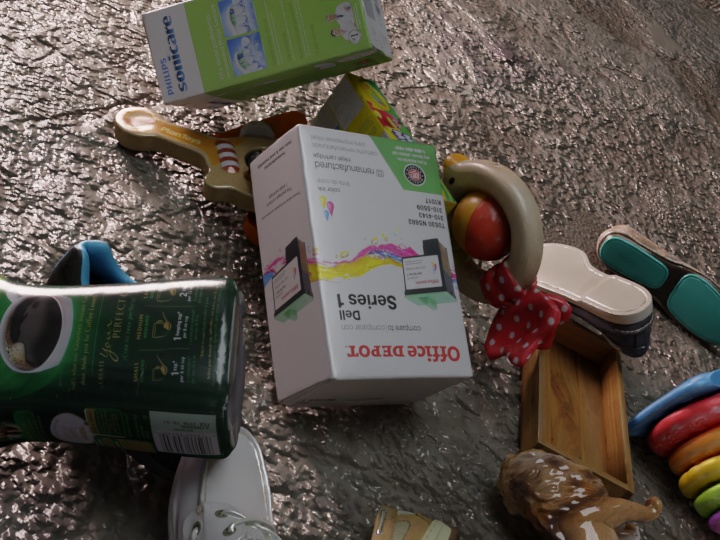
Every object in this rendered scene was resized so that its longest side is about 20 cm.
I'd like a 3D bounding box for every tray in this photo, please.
[{"bbox_3d":[0.198,0.122,0.941,0.097,0.037,0.201,28,34,-9],"label":"tray"}]

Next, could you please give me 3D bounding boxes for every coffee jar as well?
[{"bbox_3d":[-0.169,0.057,0.607,0.195,0.086,0.106,2,56,-1],"label":"coffee jar"}]

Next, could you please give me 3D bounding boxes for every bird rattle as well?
[{"bbox_3d":[0.111,-0.015,0.921,0.111,0.166,0.200,-12,33,-29],"label":"bird rattle"}]

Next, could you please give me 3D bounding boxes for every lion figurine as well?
[{"bbox_3d":[0.176,0.228,0.762,0.120,0.073,0.202,10,45,-20],"label":"lion figurine"}]

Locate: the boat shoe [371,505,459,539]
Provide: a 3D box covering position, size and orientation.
[{"bbox_3d":[-0.003,0.219,0.638,0.075,0.073,0.200,25,25,13],"label":"boat shoe"}]

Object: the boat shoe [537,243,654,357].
[{"bbox_3d":[0.223,0.030,1.031,0.072,0.064,0.200,-27,29,-17],"label":"boat shoe"}]

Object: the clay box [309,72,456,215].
[{"bbox_3d":[0.011,-0.076,0.953,0.047,0.115,0.202,8,42,-45],"label":"clay box"}]

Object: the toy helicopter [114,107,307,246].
[{"bbox_3d":[-0.127,-0.111,0.923,0.196,0.080,0.133,19,41,1],"label":"toy helicopter"}]

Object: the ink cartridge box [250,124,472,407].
[{"bbox_3d":[0.000,0.000,0.811,0.143,0.084,0.204,3,70,-36],"label":"ink cartridge box"}]

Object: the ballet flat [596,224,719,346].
[{"bbox_3d":[0.371,0.010,1.199,0.199,0.068,0.067,40,27,5],"label":"ballet flat"}]

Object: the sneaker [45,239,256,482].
[{"bbox_3d":[-0.142,0.066,0.682,0.199,0.082,0.073,40,31,6],"label":"sneaker"}]

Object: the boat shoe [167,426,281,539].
[{"bbox_3d":[-0.070,0.174,0.590,0.070,0.069,0.203,19,48,-30],"label":"boat shoe"}]

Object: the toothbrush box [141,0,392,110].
[{"bbox_3d":[-0.080,-0.215,0.937,0.146,0.196,0.088,-37,112,-77],"label":"toothbrush box"}]

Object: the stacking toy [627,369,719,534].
[{"bbox_3d":[0.339,0.202,0.921,0.114,0.110,0.203,8,52,-36],"label":"stacking toy"}]
